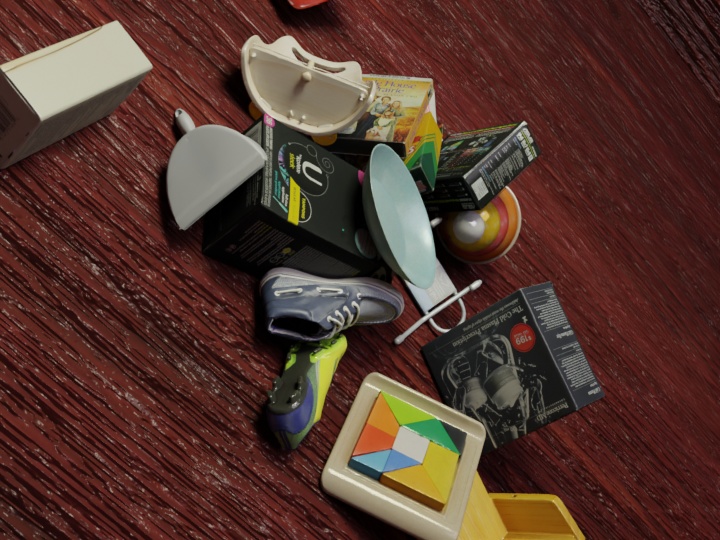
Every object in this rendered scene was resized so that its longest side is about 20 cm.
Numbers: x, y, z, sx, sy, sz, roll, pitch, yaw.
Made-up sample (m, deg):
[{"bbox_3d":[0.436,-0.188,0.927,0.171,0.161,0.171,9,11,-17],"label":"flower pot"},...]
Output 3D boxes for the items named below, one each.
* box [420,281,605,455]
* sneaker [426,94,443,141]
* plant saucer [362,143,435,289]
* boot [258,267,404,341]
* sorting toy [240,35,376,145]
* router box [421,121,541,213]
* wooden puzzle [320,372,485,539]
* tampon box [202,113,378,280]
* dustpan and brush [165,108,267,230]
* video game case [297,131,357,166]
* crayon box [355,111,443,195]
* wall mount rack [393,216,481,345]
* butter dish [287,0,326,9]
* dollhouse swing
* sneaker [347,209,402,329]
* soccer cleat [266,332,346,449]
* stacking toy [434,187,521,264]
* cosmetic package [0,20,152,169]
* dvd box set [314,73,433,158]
[{"bbox_3d":[0.219,0.146,1.398,0.103,0.199,0.185,-10,70,-53],"label":"box"},{"bbox_3d":[0.080,-0.234,1.630,0.103,0.075,0.204,5,67,-30],"label":"sneaker"},{"bbox_3d":[0.044,-0.067,1.291,0.201,0.038,0.204,49,31,-43],"label":"plant saucer"},{"bbox_3d":[-0.033,0.057,1.233,0.196,0.074,0.091,7,37,-15],"label":"boot"},{"bbox_3d":[-0.073,-0.290,1.437,0.196,0.108,0.181,20,38,-3],"label":"sorting toy"},{"bbox_3d":[0.161,-0.156,1.494,0.150,0.199,0.063,-42,111,-23],"label":"router box"},{"bbox_3d":[0.062,0.233,1.227,0.182,0.038,0.201,25,42,3],"label":"wooden puzzle"},{"bbox_3d":[-0.088,-0.076,1.264,0.198,0.125,0.152,26,47,-36],"label":"tampon box"},{"bbox_3d":[-0.202,-0.149,1.215,0.201,0.139,0.057,55,5,29],"label":"dustpan and brush"},{"bbox_3d":[-0.061,-0.202,1.481,0.142,0.017,0.203,24,48,-38],"label":"video game case"},{"bbox_3d":[0.057,-0.174,1.489,0.051,0.125,0.202,58,25,-28],"label":"crayon box"},{"bbox_3d":[0.081,0.016,1.447,0.172,0.075,0.202,-32,88,-16],"label":"wall mount rack"},{"bbox_3d":[-0.071,-0.529,1.615,0.197,0.148,0.202,-26,82,-11],"label":"butter dish"},{"bbox_3d":[0.172,0.319,1.257,0.199,0.179,0.179,-26,105,-53],"label":"dollhouse swing"},{"bbox_3d":[0.000,0.000,1.365,0.077,0.087,0.202,56,51,-36],"label":"sneaker"},{"bbox_3d":[-0.066,0.144,1.202,0.201,0.063,0.085,-56,142,-58],"label":"soccer cleat"},{"bbox_3d":[0.177,-0.078,1.513,0.148,0.145,0.200,59,13,3],"label":"stacking toy"},{"bbox_3d":[-0.338,-0.202,1.087,0.073,0.103,0.200,50,36,-7],"label":"cosmetic package"},{"bbox_3d":[0.025,-0.243,1.490,0.201,0.143,0.030,-66,157,-48],"label":"dvd box set"}]
